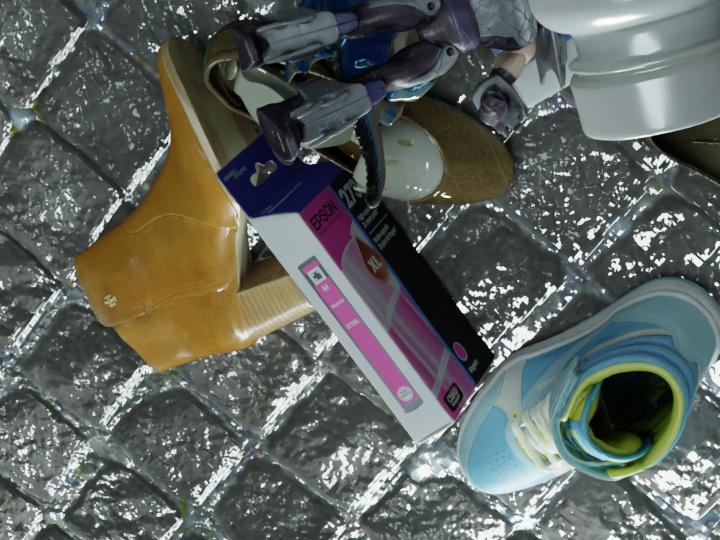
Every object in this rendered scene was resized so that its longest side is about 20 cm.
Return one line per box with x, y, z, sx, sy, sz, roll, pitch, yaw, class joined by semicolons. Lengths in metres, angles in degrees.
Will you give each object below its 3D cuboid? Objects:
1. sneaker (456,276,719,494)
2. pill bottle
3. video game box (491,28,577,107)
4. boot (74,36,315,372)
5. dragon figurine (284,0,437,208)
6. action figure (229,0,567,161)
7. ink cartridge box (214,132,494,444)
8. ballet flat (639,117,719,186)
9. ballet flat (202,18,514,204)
0.118;0.090;1.070;0.080;0.131;0.200;46;121;-5;sneaker
0.131;-0.173;0.902;0.114;0.114;0.201;-9;105;24;pill bottle
0.117;-0.215;0.986;0.182;0.047;0.201;-29;100;26;video game box
-0.123;-0.033;1.142;0.143;0.071;0.202;-18;110;23;boot
-0.008;-0.130;1.020;0.099;0.201;0.059;21;161;-14;dragon figurine
0.037;-0.124;0.956;0.199;0.069;0.131;-23;98;-11;action figure
0.000;0.000;1.096;0.037;0.095;0.200;-35;97;29;ink cartridge box
0.210;-0.063;0.994;0.199;0.046;0.067;31;130;-9;ballet flat
-0.008;-0.084;1.075;0.199;0.072;0.068;30;123;6;ballet flat
